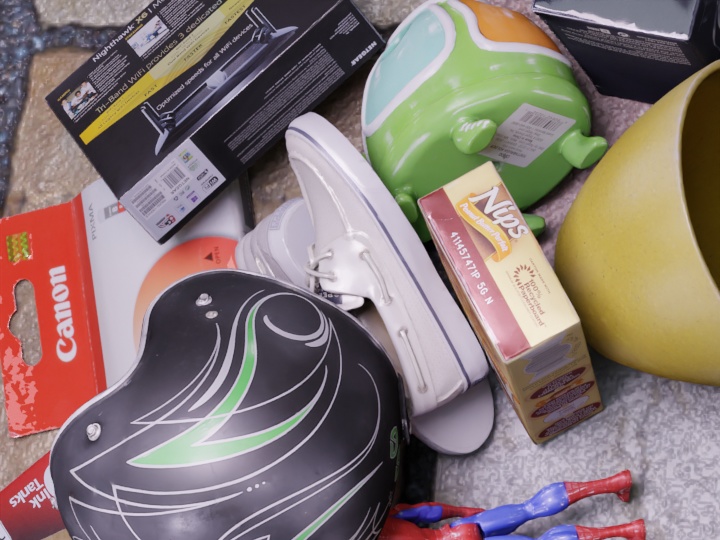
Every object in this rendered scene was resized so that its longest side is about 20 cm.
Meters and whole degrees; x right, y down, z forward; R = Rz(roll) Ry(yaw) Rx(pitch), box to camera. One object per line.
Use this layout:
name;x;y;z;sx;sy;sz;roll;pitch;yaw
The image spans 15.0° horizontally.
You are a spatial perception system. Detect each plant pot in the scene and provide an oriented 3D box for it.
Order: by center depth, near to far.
plant pot;0.203;-0.012;1.672;0.142;0.199;0.201;-22;69;41

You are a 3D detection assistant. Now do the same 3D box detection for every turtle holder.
turtle holder;0.065;-0.091;1.763;0.140;0.186;0.132;-8;56;-19

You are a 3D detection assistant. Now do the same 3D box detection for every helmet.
helmet;-0.079;0.118;1.645;0.199;0.201;0.191;11;51;21

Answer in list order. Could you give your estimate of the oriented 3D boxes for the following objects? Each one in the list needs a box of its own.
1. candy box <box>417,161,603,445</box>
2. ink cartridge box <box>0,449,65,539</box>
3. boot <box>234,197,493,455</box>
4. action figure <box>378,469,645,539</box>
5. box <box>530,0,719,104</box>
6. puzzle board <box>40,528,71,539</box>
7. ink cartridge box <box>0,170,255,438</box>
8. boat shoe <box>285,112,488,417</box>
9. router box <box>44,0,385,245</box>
candy box;0.094;0.024;1.676;0.055;0.200;0.116;-27;70;-1
ink cartridge box;-0.203;0.240;1.792;0.200;0.084;0.176;-40;69;6
boot;0.001;0.041;1.779;0.073;0.095;0.200;-41;97;-26
action figure;0.074;0.170;1.702;0.198;0.052;0.066;-8;58;-5
box;0.199;-0.219;1.708;0.103;0.182;0.201;13;82;19
puzzle board;-0.153;0.251;1.710;0.150;0.017;0.201;-24;65;8
ink cartridge box;-0.164;0.012;1.850;0.199;0.050;0.163;-13;73;12
boat shoe;0.000;0.000;1.698;0.070;0.071;0.201;-33;99;-14
router box;-0.099;-0.131;1.813;0.200;0.052;0.157;-41;38;1
